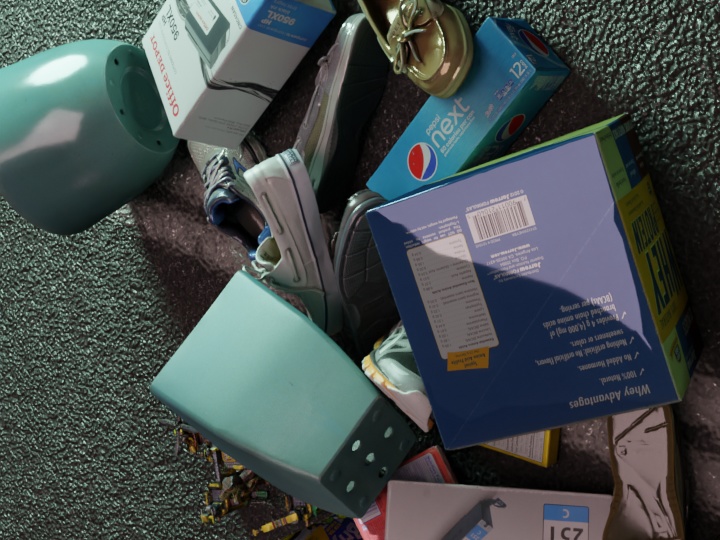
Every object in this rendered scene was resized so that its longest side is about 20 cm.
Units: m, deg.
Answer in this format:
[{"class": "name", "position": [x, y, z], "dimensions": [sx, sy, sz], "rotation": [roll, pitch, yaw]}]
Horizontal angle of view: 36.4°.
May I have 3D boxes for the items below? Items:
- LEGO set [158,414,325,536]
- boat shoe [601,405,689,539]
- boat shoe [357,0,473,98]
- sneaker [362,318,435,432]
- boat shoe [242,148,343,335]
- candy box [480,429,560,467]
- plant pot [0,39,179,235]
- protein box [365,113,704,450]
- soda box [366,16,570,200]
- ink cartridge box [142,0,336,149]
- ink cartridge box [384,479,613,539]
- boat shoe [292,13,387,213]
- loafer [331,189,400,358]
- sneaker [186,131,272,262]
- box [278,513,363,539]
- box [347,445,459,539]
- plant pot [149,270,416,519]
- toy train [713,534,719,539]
[{"class": "LEGO set", "position": [-0.134, 0.213, 1.183], "dimensions": [0.198, 0.115, 0.157], "rotation": [3, 99, 39]}, {"class": "boat shoe", "position": [0.241, 0.190, 0.903], "dimensions": [0.071, 0.066, 0.205], "rotation": [0, 93, 35]}, {"class": "boat shoe", "position": [0.036, -0.222, 0.963], "dimensions": [0.074, 0.062, 0.201], "rotation": [-56, 39, 25]}, {"class": "sneaker", "position": [0.053, 0.076, 0.970], "dimensions": [0.077, 0.200, 0.078], "rotation": [-42, 100, 9]}, {"class": "boat shoe", "position": [-0.075, -0.013, 1.065], "dimensions": [0.075, 0.085, 0.205], "rotation": [-126, 19, -53]}, {"class": "candy box", "position": [0.140, 0.068, 0.993], "dimensions": [0.101, 0.026, 0.204], "rotation": [14, 106, 40]}, {"class": "plant pot", "position": [-0.295, -0.161, 1.213], "dimensions": [0.159, 0.200, 0.204], "rotation": [-19, 85, 26]}, {"class": "protein box", "position": [0.142, 0.009, 0.871], "dimensions": [0.196, 0.135, 0.203], "rotation": [-17, 96, 27]}, {"class": "soda box", "position": [0.093, -0.125, 0.975], "dimensions": [0.068, 0.064, 0.201], "rotation": [52, 125, 20]}, {"class": "ink cartridge box", "position": [-0.128, -0.245, 1.104], "dimensions": [0.200, 0.083, 0.146], "rotation": [-47, 52, 35]}, {"class": "ink cartridge box", "position": [0.116, 0.277, 0.940], "dimensions": [0.196, 0.045, 0.180], "rotation": [2, 78, 5]}, {"class": "boat shoe", "position": [-0.029, -0.157, 1.066], "dimensions": [0.064, 0.074, 0.205], "rotation": [32, 123, 26]}, {"class": "loafer", "position": [0.000, 0.000, 1.033], "dimensions": [0.063, 0.071, 0.202], "rotation": [52, 157, 41]}, {"class": "sneaker", "position": [-0.131, -0.085, 1.152], "dimensions": [0.200, 0.085, 0.078], "rotation": [49, 124, 23]}, {"class": "box", "position": [-0.038, 0.293, 1.064], "dimensions": [0.064, 0.198, 0.071], "rotation": [18, 108, 36]}, {"class": "box", "position": [0.074, 0.275, 1.016], "dimensions": [0.101, 0.095, 0.202], "rotation": [-27, 78, 2]}, {"class": "plant pot", "position": [-0.058, 0.127, 0.996], "dimensions": [0.199, 0.142, 0.142], "rotation": [28, 75, 39]}, {"class": "toy train", "position": [0.341, 0.269, 0.832], "dimensions": [0.201, 0.084, 0.114], "rotation": [54, 138, 17]}]
